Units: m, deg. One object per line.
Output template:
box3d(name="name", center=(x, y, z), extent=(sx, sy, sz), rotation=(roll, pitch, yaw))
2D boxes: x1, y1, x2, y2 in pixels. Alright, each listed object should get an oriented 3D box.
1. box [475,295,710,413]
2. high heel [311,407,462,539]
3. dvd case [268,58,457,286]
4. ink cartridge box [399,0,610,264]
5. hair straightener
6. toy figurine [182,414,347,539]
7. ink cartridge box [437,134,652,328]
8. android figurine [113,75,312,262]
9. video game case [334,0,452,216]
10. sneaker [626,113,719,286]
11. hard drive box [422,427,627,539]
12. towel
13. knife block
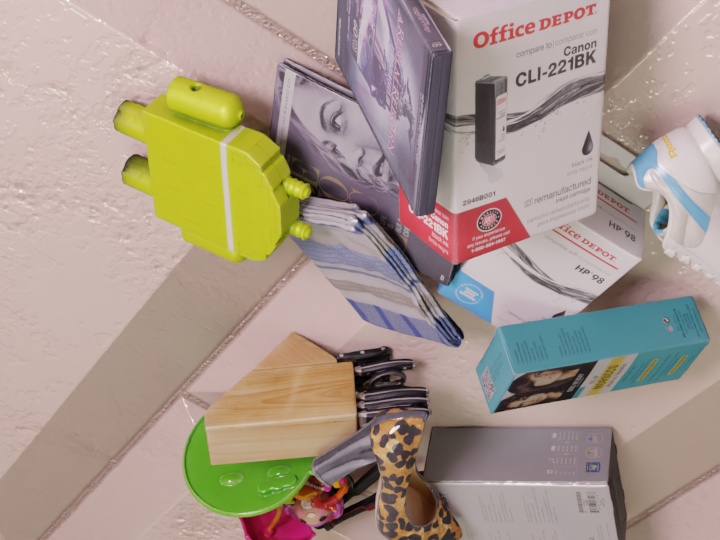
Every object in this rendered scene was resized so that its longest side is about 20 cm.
box3d(name="box", center=(0.211, 0.076, 1.291), extent=(0.197, 0.050, 0.083), rotation=(-9, 152, -17))
box3d(name="high heel", center=(0.067, 0.210, 1.413), extent=(0.199, 0.072, 0.142), rotation=(34, 130, -29))
box3d(name="dvd case", center=(0.006, -0.083, 1.232), extent=(0.198, 0.016, 0.150), rotation=(29, 139, 14))
box3d(name="ink cartridge box", center=(0.107, -0.127, 1.076), extent=(0.143, 0.084, 0.202), rotation=(-19, 125, -25))
box3d(name="hair straightener", center=(-0.014, 0.242, 1.614), extent=(0.077, 0.041, 0.199), rotation=(51, 135, -6))
box3d(name="toy figurine", center=(-0.076, 0.241, 1.561), extent=(0.197, 0.152, 0.185), rotation=(-11, 141, 6))
box3d(name="ink cartridge box", center=(0.170, -0.028, 1.252), extent=(0.115, 0.067, 0.200), rotation=(29, 135, -14))
box3d(name="android figurine", center=(-0.129, -0.082, 1.254), extent=(0.198, 0.041, 0.184), rotation=(21, 136, 23))
box3d(name="video game case", center=(0.020, -0.159, 1.045), extent=(0.019, 0.201, 0.144), rotation=(-10, 136, -14))
box3d(name="sneaker", center=(0.292, -0.033, 1.196), extent=(0.080, 0.077, 0.201), rotation=(-27, 116, 10))
box3d(name="hard drive box", center=(0.180, 0.246, 1.526), extent=(0.197, 0.077, 0.157), rotation=(-2, 134, 16))
box3d(name="towel", center=(0.000, 0.000, 1.307), extent=(0.146, 0.024, 0.200), rotation=(13, 152, 45))
box3d(name="knife block", center=(-0.034, 0.149, 1.419), extent=(0.174, 0.200, 0.064), rotation=(30, 144, 28))
